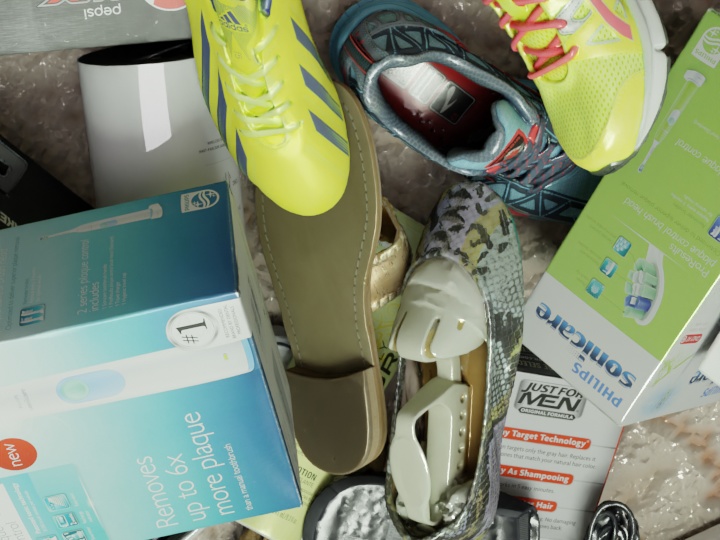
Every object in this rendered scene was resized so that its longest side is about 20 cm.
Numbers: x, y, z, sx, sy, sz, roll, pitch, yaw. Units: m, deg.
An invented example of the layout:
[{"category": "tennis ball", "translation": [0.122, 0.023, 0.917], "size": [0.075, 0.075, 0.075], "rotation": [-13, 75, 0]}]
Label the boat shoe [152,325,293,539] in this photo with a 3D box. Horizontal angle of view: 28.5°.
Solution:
[{"category": "boat shoe", "translation": [-0.097, 0.121, 0.846], "size": [0.073, 0.065, 0.200], "rotation": [34, 105, -19]}]

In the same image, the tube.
[{"category": "tube", "translation": [-0.013, 0.059, 0.815], "size": [0.052, 0.058, 0.201], "rotation": [26, 84, 26]}]

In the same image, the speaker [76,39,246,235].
[{"category": "speaker", "translation": [-0.100, -0.022, 0.761], "size": [0.081, 0.081, 0.201], "rotation": [-5, 108, -3]}]

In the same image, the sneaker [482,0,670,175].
[{"category": "sneaker", "translation": [0.086, -0.142, 0.701], "size": [0.090, 0.078, 0.201], "rotation": [-12, 85, -31]}]

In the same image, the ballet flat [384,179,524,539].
[{"category": "ballet flat", "translation": [0.045, 0.055, 0.739], "size": [0.072, 0.072, 0.202], "rotation": [2, 101, -7]}]

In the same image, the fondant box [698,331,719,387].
[{"category": "fondant box", "translation": [0.275, -0.009, 0.754], "size": [0.058, 0.200, 0.145], "rotation": [38, 121, 24]}]

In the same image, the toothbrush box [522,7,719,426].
[{"category": "toothbrush box", "translation": [0.190, -0.026, 0.759], "size": [0.145, 0.086, 0.201], "rotation": [-1, 127, -56]}]

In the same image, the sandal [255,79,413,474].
[{"category": "sandal", "translation": [-0.005, 0.000, 0.774], "size": [0.077, 0.070, 0.213], "rotation": [4, 104, 32]}]

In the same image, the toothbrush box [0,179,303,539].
[{"category": "toothbrush box", "translation": [-0.140, 0.057, 0.675], "size": [0.199, 0.086, 0.147], "rotation": [-11, 130, 1]}]

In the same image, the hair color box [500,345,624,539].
[{"category": "hair color box", "translation": [0.090, 0.138, 0.877], "size": [0.101, 0.061, 0.201], "rotation": [10, 114, -9]}]

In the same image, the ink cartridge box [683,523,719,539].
[{"category": "ink cartridge box", "translation": [0.212, 0.249, 0.893], "size": [0.199, 0.146, 0.085], "rotation": [-28, 113, 8]}]

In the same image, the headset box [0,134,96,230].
[{"category": "headset box", "translation": [-0.254, -0.004, 0.722], "size": [0.200, 0.093, 0.174], "rotation": [-34, 129, 21]}]

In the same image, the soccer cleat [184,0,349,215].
[{"category": "soccer cleat", "translation": [-0.052, -0.111, 0.662], "size": [0.064, 0.084, 0.201], "rotation": [-15, 113, 2]}]

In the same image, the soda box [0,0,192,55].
[{"category": "soda box", "translation": [-0.132, -0.153, 0.719], "size": [0.199, 0.063, 0.071], "rotation": [-5, 115, -3]}]

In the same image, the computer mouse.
[{"category": "computer mouse", "translation": [0.056, 0.185, 0.836], "size": [0.199, 0.046, 0.141], "rotation": [8, 105, -11]}]

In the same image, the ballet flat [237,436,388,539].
[{"category": "ballet flat", "translation": [-0.036, 0.175, 0.875], "size": [0.068, 0.072, 0.201], "rotation": [23, 111, -19]}]

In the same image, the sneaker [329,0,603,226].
[{"category": "sneaker", "translation": [0.071, -0.068, 0.761], "size": [0.199, 0.096, 0.080], "rotation": [25, 110, -16]}]
